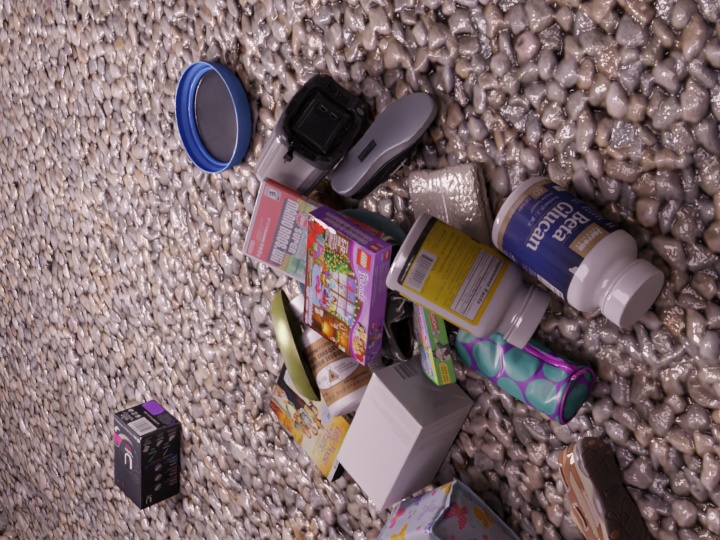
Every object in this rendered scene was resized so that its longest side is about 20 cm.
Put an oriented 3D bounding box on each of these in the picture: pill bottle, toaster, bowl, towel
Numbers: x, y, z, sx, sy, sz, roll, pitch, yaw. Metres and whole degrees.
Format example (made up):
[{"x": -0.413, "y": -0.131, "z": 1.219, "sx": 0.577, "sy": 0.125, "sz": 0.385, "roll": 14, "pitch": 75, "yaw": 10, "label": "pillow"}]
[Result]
[{"x": 0.142, "y": 0.019, "z": 1.240, "sx": 0.199, "sy": 0.111, "sz": 0.112, "roll": 30, "pitch": 128, "yaw": 6, "label": "pill bottle"}, {"x": -0.082, "y": -0.192, "z": 1.450, "sx": 0.113, "sy": 0.201, "sz": 0.129, "roll": 34, "pitch": 142, "yaw": -7, "label": "toaster"}, {"x": 0.267, "y": -0.020, "z": 1.170, "sx": 0.200, "sy": 0.110, "sz": 0.112, "roll": 40, "pitch": 130, "yaw": 32, "label": "pill bottle"}, {"x": -0.037, "y": 0.126, "z": 1.558, "sx": 0.114, "sy": 0.114, "sz": 0.201, "roll": -39, "pitch": 74, "yaw": 47, "label": "pill bottle"}, {"x": -0.268, "y": -0.279, "z": 1.736, "sx": 0.200, "sy": 0.039, "sz": 0.203, "roll": 19, "pitch": 116, "yaw": 44, "label": "bowl"}, {"x": 0.138, "y": -0.051, "z": 1.364, "sx": 0.132, "sy": 0.034, "sz": 0.202, "roll": -3, "pitch": 101, "yaw": 47, "label": "towel"}]

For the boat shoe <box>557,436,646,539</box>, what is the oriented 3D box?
[{"x": 0.319, "y": 0.323, "z": 1.265, "sx": 0.072, "sy": 0.075, "sz": 0.202, "roll": -32, "pitch": 70, "yaw": 52, "label": "boat shoe"}]

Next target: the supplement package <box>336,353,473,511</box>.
[{"x": 0.066, "y": 0.249, "z": 1.479, "sx": 0.120, "sy": 0.121, "sz": 0.201, "roll": 45, "pitch": 131, "yaw": 29, "label": "supplement package"}]

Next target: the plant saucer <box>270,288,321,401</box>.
[{"x": -0.113, "y": 0.131, "z": 1.614, "sx": 0.200, "sy": 0.031, "sz": 0.202, "roll": -20, "pitch": -90, "yaw": -90, "label": "plant saucer"}]

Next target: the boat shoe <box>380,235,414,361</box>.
[{"x": 0.051, "y": 0.043, "z": 1.410, "sx": 0.067, "sy": 0.072, "sz": 0.202, "roll": 23, "pitch": 128, "yaw": 37, "label": "boat shoe"}]

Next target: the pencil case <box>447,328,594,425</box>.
[{"x": 0.218, "y": 0.124, "z": 1.294, "sx": 0.199, "sy": 0.085, "sz": 0.093, "roll": 32, "pitch": 138, "yaw": 37, "label": "pencil case"}]

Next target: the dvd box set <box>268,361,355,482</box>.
[{"x": -0.084, "y": 0.262, "z": 1.720, "sx": 0.200, "sy": 0.029, "sz": 0.147, "roll": 46, "pitch": 133, "yaw": 29, "label": "dvd box set"}]

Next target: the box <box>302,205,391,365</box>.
[{"x": -0.023, "y": 0.022, "z": 1.391, "sx": 0.136, "sy": 0.039, "sz": 0.202, "roll": 31, "pitch": 132, "yaw": 33, "label": "box"}]

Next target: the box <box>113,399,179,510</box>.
[{"x": -0.487, "y": 0.418, "z": 2.167, "sx": 0.122, "sy": 0.105, "sz": 0.202, "roll": 28, "pitch": 123, "yaw": 40, "label": "box"}]

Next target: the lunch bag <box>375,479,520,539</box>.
[{"x": 0.146, "y": 0.436, "z": 1.440, "sx": 0.200, "sy": 0.127, "sz": 0.169, "roll": 44, "pitch": 140, "yaw": -10, "label": "lunch bag"}]

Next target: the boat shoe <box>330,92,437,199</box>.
[{"x": 0.046, "y": -0.176, "z": 1.398, "sx": 0.200, "sy": 0.068, "sz": 0.074, "roll": -47, "pitch": 54, "yaw": 19, "label": "boat shoe"}]

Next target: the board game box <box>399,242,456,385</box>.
[{"x": 0.094, "y": 0.057, "z": 1.374, "sx": 0.135, "sy": 0.029, "sz": 0.202, "roll": -166, "pitch": 64, "yaw": -86, "label": "board game box"}]

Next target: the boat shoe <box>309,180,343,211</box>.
[{"x": -0.075, "y": -0.114, "z": 1.551, "sx": 0.200, "sy": 0.072, "sz": 0.068, "roll": 44, "pitch": 133, "yaw": 29, "label": "boat shoe"}]

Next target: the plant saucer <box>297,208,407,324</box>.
[{"x": 0.000, "y": 0.000, "z": 1.487, "sx": 0.199, "sy": 0.039, "sz": 0.203, "roll": 3, "pitch": 105, "yaw": 12, "label": "plant saucer"}]

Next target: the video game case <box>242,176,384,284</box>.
[{"x": -0.075, "y": -0.041, "z": 1.440, "sx": 0.198, "sy": 0.017, "sz": 0.144, "roll": 25, "pitch": 127, "yaw": 5, "label": "video game case"}]
